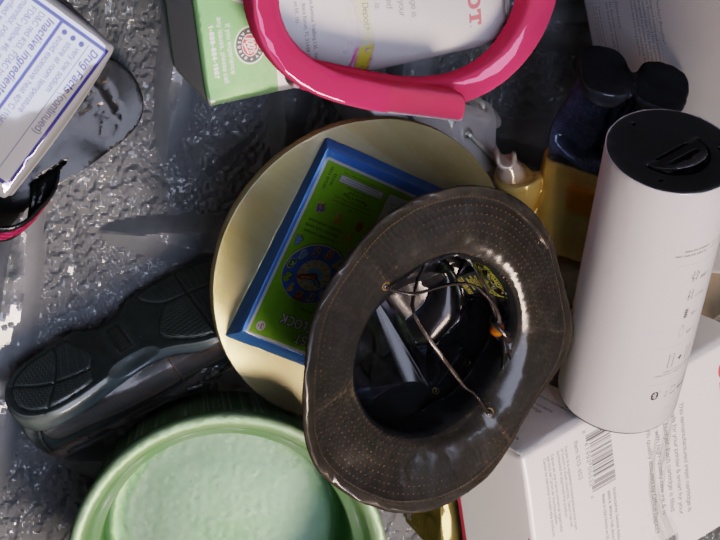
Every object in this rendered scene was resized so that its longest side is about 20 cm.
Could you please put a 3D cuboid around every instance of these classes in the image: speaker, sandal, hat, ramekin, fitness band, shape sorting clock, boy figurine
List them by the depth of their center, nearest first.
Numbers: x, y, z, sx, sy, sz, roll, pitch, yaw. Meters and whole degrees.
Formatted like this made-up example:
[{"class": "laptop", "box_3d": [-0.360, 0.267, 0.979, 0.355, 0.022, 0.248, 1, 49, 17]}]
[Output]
[{"class": "fitness band", "box_3d": [0.024, -0.165, 1.106, 0.199, 0.037, 0.145, 7, 105, -27]}, {"class": "sandal", "box_3d": [-0.214, -0.056, 1.138, 0.200, 0.045, 0.075, -39, 119, -5]}, {"class": "hat", "box_3d": [0.028, 0.038, 1.143, 0.199, 0.081, 0.202, -11, 111, -31]}, {"class": "speaker", "box_3d": [0.172, 0.003, 1.150, 0.081, 0.081, 0.201, -12, 135, -18]}, {"class": "shape sorting clock", "box_3d": [0.000, 0.000, 1.183, 0.199, 0.039, 0.201, -9, 111, -23]}, {"class": "boy figurine", "box_3d": [0.139, -0.045, 1.204, 0.123, 0.065, 0.201, 17, 126, -2]}, {"class": "ramekin", "box_3d": [-0.086, 0.174, 1.209, 0.198, 0.098, 0.202, -1, 103, -6]}]

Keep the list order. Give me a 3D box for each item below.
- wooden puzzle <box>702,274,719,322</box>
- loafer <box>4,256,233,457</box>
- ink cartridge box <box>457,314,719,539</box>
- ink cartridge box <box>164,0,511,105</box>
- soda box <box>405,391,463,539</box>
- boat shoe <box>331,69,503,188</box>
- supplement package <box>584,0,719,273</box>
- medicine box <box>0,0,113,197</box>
[{"class": "wooden puzzle", "box_3d": [0.207, 0.002, 1.346, 0.199, 0.037, 0.186, 8, 107, -20]}, {"class": "loafer", "box_3d": [-0.128, 0.053, 1.212, 0.199, 0.072, 0.063, -26, 138, -7]}, {"class": "ink cartridge box", "box_3d": [0.165, 0.128, 1.281, 0.199, 0.084, 0.146, -25, 121, -28]}, {"class": "ink cartridge box", "box_3d": [-0.018, -0.197, 1.142, 0.199, 0.088, 0.146, -14, 115, -16]}, {"class": "soda box", "box_3d": [0.068, 0.093, 1.300, 0.064, 0.068, 0.201, -12, 114, -19]}, {"class": "boat shoe", "box_3d": [0.058, -0.084, 1.230, 0.200, 0.071, 0.070, 41, 82, -32]}, {"class": "supplement package", "box_3d": [0.271, -0.108, 1.197, 0.146, 0.200, 0.193, -21, 104, -30]}, {"class": "medicine box", "box_3d": [-0.253, -0.154, 1.006, 0.200, 0.182, 0.103, 36, 94, -29]}]
